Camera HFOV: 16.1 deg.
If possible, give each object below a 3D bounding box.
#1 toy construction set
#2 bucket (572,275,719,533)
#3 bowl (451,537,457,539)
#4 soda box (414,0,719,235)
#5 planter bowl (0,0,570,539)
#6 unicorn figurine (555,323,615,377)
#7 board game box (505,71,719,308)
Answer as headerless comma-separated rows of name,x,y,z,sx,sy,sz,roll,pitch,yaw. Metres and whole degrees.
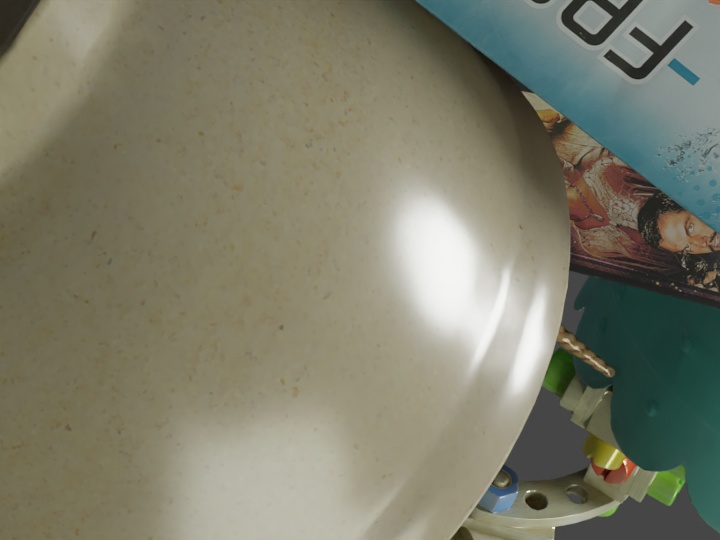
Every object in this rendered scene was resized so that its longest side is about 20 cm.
toy construction set,0.105,0.066,1.069,0.131,0.092,0.200,-50,180,-42
bucket,0.192,0.001,0.923,0.206,0.207,0.135,-16,140,-40
bowl,-0.046,0.146,0.986,0.199,0.108,0.200,-30,157,-14
soda box,0.041,-0.085,0.543,0.068,0.200,0.064,-46,-162,24
planter bowl,-0.072,-0.017,0.544,0.200,0.200,0.135,-37,132,3
unicorn figurine,0.000,0.000,0.827,0.199,0.074,0.137,-13,161,-17
board game box,0.091,-0.089,0.603,0.035,0.135,0.201,-68,171,-62
